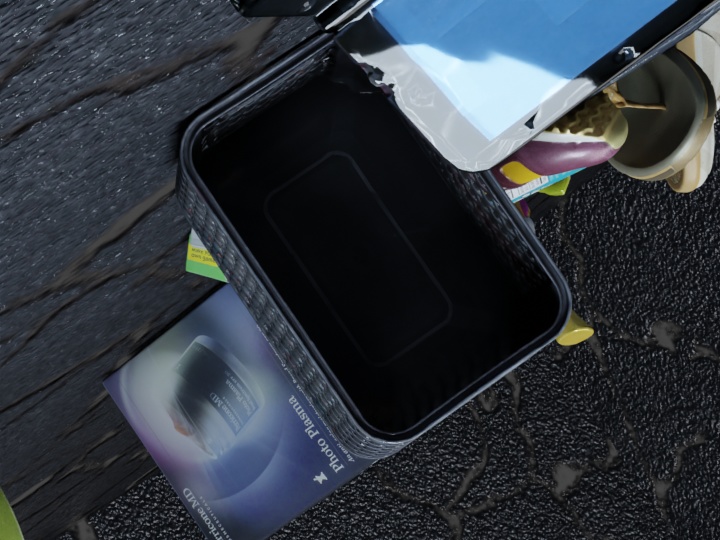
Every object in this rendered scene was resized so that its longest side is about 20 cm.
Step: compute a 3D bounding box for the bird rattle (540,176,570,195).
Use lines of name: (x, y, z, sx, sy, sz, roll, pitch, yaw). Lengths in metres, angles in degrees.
bird rattle: (0.107, -0.102, 1.700, 0.163, 0.113, 0.200, -51, -173, -29)

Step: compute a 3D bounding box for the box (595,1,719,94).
box: (0.140, -0.173, 1.125, 0.199, 0.104, 0.182, -33, 174, -35)

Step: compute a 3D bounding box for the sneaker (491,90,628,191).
sneaker: (0.065, -0.063, 1.243, 0.199, 0.091, 0.075, 4, -147, 28)

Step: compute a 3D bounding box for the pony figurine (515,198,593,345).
pony figurine: (0.070, -0.017, 1.556, 0.192, 0.201, 0.166, -30, 151, 35)

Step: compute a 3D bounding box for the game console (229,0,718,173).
game console: (0.070, -0.135, 0.914, 0.200, 0.119, 0.172, -37, 175, 18)

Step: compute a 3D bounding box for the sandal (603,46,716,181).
sandal: (0.137, -0.121, 1.273, 0.054, 0.200, 0.081, 6, 122, -38)

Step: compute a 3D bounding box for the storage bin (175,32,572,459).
storage bin: (0.003, -0.014, 1.135, 0.135, 0.201, 0.094, -34, 175, -11)

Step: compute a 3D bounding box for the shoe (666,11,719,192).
shoe: (0.227, -0.152, 1.416, 0.053, 0.202, 0.070, -3, -172, -8)

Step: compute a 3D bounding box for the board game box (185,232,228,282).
board game box: (0.000, 0.000, 1.448, 0.134, 0.199, 0.029, -15, 116, -58)

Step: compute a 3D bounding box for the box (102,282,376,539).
box: (-0.083, 0.115, 1.859, 0.198, 0.201, 0.123, -38, 175, 28)

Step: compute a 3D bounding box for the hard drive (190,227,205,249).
hard drive: (0.005, -0.017, 1.401, 0.132, 0.198, 0.027, -25, 125, -65)

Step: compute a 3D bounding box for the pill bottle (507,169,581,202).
pill bottle: (0.096, -0.103, 1.398, 0.199, 0.111, 0.111, -26, 175, 0)

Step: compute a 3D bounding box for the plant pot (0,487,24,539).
plant pot: (-0.346, 0.225, 1.402, 0.199, 0.188, 0.187, -12, 162, -38)
